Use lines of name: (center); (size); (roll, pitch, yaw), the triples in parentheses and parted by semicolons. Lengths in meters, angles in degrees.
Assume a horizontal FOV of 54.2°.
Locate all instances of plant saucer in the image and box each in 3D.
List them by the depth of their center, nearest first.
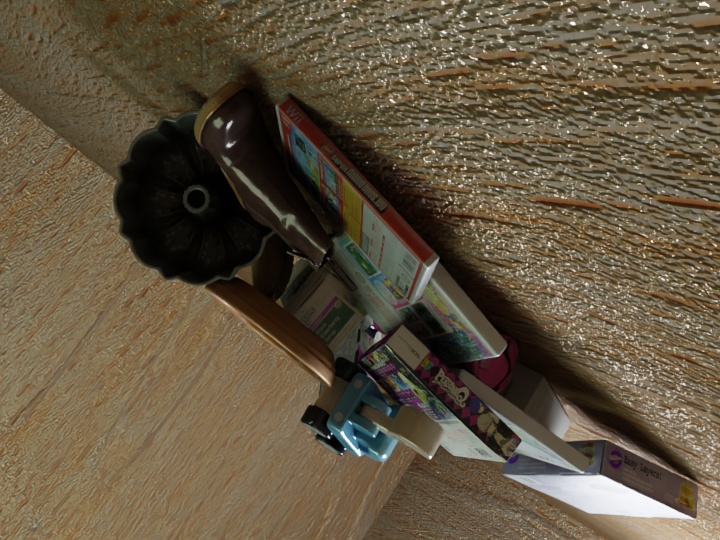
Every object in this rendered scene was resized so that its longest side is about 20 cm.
plant saucer: (-0.105, 0.071, 0.877); (0.199, 0.038, 0.200); (37, 169, 9)

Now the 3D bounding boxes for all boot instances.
boot: (-0.082, -0.087, 0.706); (0.166, 0.072, 0.200); (45, 167, 7)
boot: (-0.186, -0.062, 0.944); (0.199, 0.177, 0.066); (27, 134, -30)

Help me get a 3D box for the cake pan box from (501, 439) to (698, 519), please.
cake pan box: (0.323, 0.289, 0.970); (0.183, 0.053, 0.200); (29, 154, -19)

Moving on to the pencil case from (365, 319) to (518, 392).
pencil case: (0.104, 0.084, 0.918); (0.199, 0.091, 0.094); (25, 169, 37)

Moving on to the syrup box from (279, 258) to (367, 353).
syrup box: (-0.058, 0.040, 0.986); (0.081, 0.079, 0.200); (41, 179, -17)

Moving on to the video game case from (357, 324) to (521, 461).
video game case: (0.084, 0.151, 0.841); (0.181, 0.036, 0.200); (43, 165, 3)

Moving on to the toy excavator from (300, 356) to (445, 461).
toy excavator: (0.026, 0.191, 0.885); (0.198, 0.100, 0.195); (22, 157, 28)

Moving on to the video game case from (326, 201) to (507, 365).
video game case: (0.050, 0.027, 0.797); (0.200, 0.024, 0.182); (50, 154, -7)

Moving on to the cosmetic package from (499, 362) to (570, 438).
cosmetic package: (0.230, 0.204, 1.044); (0.107, 0.085, 0.200); (26, 167, 36)

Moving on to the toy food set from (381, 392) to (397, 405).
toy food set: (0.104, 0.235, 1.095); (0.198, 0.049, 0.198); (15, 176, -20)

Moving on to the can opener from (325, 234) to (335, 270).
can opener: (0.000, 0.000, 0.944); (0.199, 0.064, 0.079); (25, 166, 47)

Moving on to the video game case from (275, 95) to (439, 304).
video game case: (-0.006, -0.060, 0.673); (0.200, 0.017, 0.143); (48, 169, 10)

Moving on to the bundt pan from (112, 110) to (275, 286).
bundt pan: (-0.187, -0.084, 0.848); (0.201, 0.203, 0.076); (35, -176, 2)

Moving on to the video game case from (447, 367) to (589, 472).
video game case: (0.164, 0.184, 0.897); (0.199, 0.022, 0.182); (36, 166, -10)

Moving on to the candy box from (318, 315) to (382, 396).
candy box: (-0.011, 0.128, 1.171); (0.060, 0.203, 0.137); (2, 158, 17)
